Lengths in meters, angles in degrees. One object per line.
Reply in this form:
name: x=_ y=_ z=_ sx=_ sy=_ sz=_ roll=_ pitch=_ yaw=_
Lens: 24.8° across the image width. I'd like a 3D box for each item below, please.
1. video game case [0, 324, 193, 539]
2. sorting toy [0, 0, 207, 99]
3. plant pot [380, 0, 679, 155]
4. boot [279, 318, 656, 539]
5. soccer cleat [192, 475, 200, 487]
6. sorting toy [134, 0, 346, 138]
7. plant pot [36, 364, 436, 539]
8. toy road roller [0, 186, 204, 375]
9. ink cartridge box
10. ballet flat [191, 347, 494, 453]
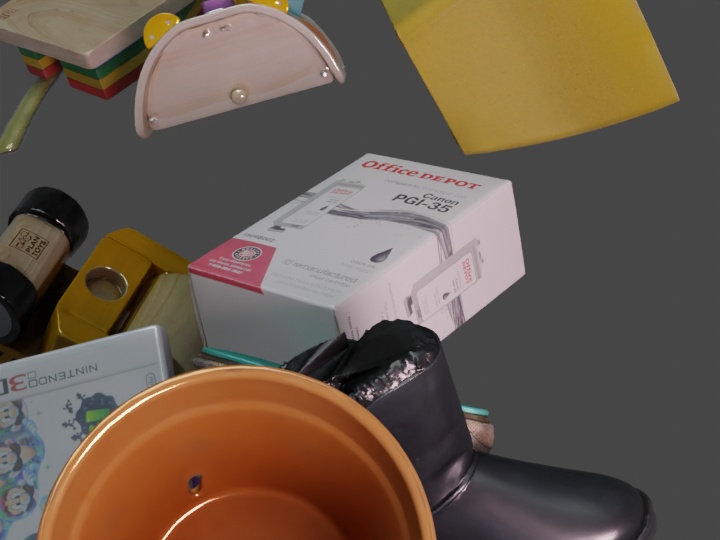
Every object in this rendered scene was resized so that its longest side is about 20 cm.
video game case: x=-0.194 y=0.151 z=1.036 sx=0.181 sy=0.024 sz=0.201 roll=-14 pitch=73 yaw=8
sorting toy: x=-0.249 y=-0.260 z=1.682 sx=0.199 sy=0.070 sz=0.199 roll=-40 pitch=39 yaw=-27
plant pot: x=0.120 y=-0.213 z=1.345 sx=0.176 sy=0.200 sz=0.200 roll=-29 pitch=34 yaw=6
boot: x=0.059 y=0.107 z=0.943 sx=0.199 sy=0.169 sz=0.077 roll=-7 pitch=36 yaw=16
soccer cleat: x=-0.090 y=0.122 z=1.077 sx=0.199 sy=0.074 sz=0.068 roll=-19 pitch=33 yaw=1
sorting toy: x=-0.118 y=-0.217 z=1.558 sx=0.198 sy=0.108 sz=0.180 roll=-15 pitch=16 yaw=7
plant pot: x=-0.060 y=0.164 z=0.863 sx=0.198 sy=0.140 sz=0.202 roll=0 pitch=71 yaw=0
toy road roller: x=-0.212 y=0.048 z=1.227 sx=0.199 sy=0.146 sz=0.123 roll=27 pitch=44 yaw=-1
ink cartridge box: x=0.000 y=0.000 z=1.163 sx=0.146 sy=0.083 sz=0.200 roll=14 pitch=36 yaw=39
ballet flat: x=-0.016 y=0.100 z=1.035 sx=0.198 sy=0.068 sz=0.068 roll=13 pitch=-4 yaw=6
